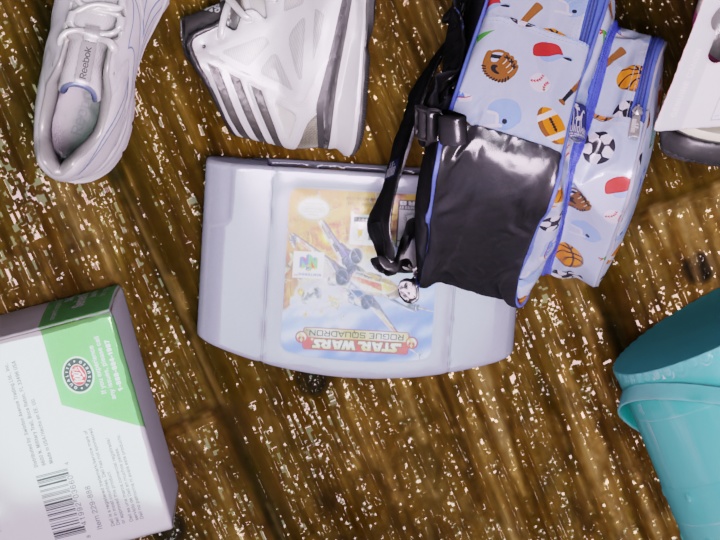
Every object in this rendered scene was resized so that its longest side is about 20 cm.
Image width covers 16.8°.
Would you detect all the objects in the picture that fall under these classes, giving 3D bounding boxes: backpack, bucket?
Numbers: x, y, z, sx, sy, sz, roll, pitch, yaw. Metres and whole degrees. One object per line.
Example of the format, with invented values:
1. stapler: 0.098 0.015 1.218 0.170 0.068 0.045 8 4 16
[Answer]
1. backpack: 0.099 -0.092 1.416 0.154 0.200 0.191 11 63 -4
2. bucket: 0.258 0.078 1.464 0.207 0.207 0.135 -28 95 5

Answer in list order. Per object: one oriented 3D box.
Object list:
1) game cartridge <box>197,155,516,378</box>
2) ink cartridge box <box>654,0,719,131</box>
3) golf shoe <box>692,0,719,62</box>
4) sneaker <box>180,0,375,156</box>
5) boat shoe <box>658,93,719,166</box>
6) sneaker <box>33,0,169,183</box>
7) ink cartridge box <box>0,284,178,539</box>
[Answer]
1. game cartridge: 0.000 0.000 1.520 0.200 0.042 0.133 3 99 -2
2. ink cartridge box: 0.260 -0.159 1.366 0.200 0.047 0.160 -7 134 -27
3. golf shoe: 0.283 -0.193 1.454 0.200 0.092 0.075 -40 102 9
4. sneaker: -0.049 -0.169 1.458 0.115 0.076 0.201 3 105 -4
5. boat shoe: 0.252 -0.075 1.449 0.201 0.074 0.063 -4 127 -39
6. sneaker: -0.153 -0.144 1.456 0.074 0.087 0.200 9 102 -2
7. ink cartridge box: -0.228 0.106 1.513 0.200 0.084 0.146 -14 103 2
